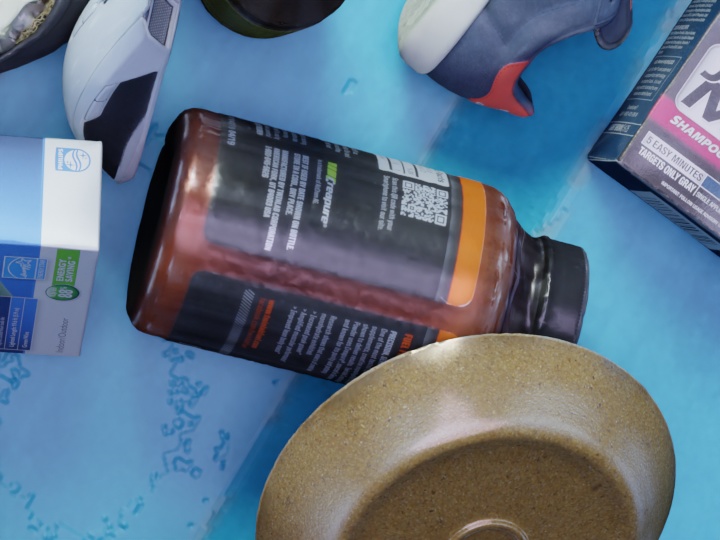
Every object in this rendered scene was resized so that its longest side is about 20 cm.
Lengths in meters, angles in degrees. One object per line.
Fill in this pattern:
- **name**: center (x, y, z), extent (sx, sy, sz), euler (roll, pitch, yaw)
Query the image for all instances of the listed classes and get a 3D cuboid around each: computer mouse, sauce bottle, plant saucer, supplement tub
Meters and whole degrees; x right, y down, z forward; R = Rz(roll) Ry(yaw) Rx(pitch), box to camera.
- **computer mouse**: center (-0.101, -0.111, 1.281), extent (0.044, 0.200, 0.110), euler (12, 53, -8)
- **sauce bottle**: center (-0.033, -0.135, 1.279), extent (0.064, 0.200, 0.065), euler (0, 91, -10)
- **plant saucer**: center (0.052, 0.120, 1.342), extent (0.199, 0.036, 0.201), euler (-7, 127, -10)
- **supplement tub**: center (0.000, 0.000, 1.340), extent (0.199, 0.107, 0.108), euler (15, 91, -9)

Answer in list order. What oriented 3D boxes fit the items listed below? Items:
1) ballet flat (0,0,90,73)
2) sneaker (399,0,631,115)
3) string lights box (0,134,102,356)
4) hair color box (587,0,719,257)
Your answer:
- **ballet flat**: center (-0.212, -0.098, 1.303), extent (0.199, 0.073, 0.073), euler (-23, 97, -6)
- **sneaker**: center (0.105, -0.156, 1.342), extent (0.084, 0.075, 0.200), euler (34, 114, -15)
- **string lights box**: center (-0.217, -0.015, 1.301), extent (0.199, 0.103, 0.059), euler (3, 60, -9)
- **hair color box**: center (0.206, -0.105, 1.390), extent (0.100, 0.061, 0.201), euler (35, 87, -10)
